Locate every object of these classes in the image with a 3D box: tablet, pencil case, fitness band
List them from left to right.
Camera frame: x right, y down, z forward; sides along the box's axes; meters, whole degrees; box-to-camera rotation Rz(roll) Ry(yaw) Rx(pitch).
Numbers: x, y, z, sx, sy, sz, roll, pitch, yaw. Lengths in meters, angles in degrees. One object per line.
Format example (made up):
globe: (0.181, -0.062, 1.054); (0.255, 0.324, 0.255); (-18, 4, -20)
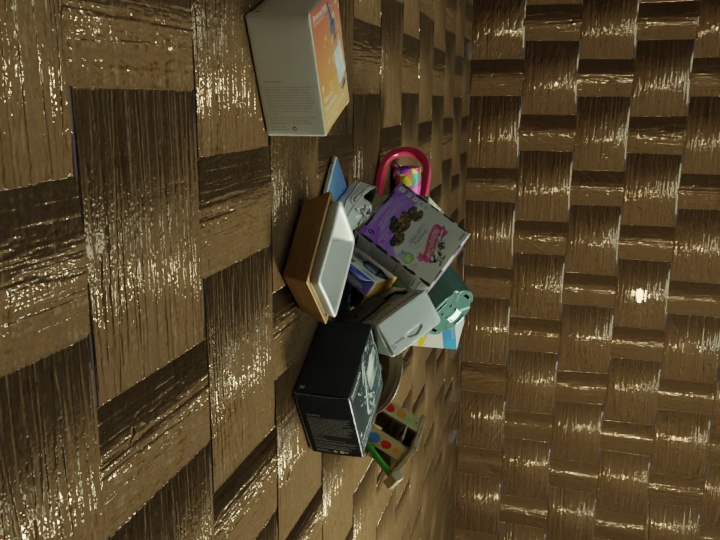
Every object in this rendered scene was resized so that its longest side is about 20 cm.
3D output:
tablet: (-0.048, -0.139, 1.588); (0.200, 0.014, 0.131); (71, 27, -57)
fitness band: (0.110, -0.230, 1.895); (0.037, 0.142, 0.202); (57, 39, -63)
pencil case: (0.131, -0.209, 2.097); (0.088, 0.088, 0.202); (-40, 129, -69)

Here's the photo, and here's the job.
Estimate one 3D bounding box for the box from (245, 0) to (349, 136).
box: (-0.096, -0.343, 1.191); (0.153, 0.105, 0.201); (-66, 155, -50)

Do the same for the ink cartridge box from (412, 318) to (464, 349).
ink cartridge box: (0.207, 0.135, 2.232); (0.148, 0.198, 0.146); (-64, 151, -53)

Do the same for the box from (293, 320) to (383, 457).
box: (-0.040, 0.245, 1.517); (0.201, 0.123, 0.198); (-70, 156, -44)

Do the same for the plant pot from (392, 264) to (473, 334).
plant pot: (0.172, 0.046, 1.860); (0.199, 0.196, 0.201); (-26, 145, -20)

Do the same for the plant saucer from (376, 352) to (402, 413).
plant saucer: (0.027, 0.234, 1.701); (0.029, 0.199, 0.202); (18, 73, -34)

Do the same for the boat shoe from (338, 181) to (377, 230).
boat shoe: (-0.008, -0.136, 1.587); (0.201, 0.065, 0.074); (-69, 158, -48)

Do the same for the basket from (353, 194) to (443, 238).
basket: (0.090, -0.105, 1.768); (0.123, 0.198, 0.137); (39, 56, -64)

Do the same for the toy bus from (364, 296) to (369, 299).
toy bus: (0.037, 0.082, 1.828); (0.065, 0.078, 0.202); (-50, 141, -65)

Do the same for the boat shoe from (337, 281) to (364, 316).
boat shoe: (-0.023, 0.062, 1.624); (0.200, 0.068, 0.085); (-56, 147, -62)

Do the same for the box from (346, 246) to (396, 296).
box: (0.000, 0.000, 1.593); (0.042, 0.119, 0.200); (-55, 167, 16)

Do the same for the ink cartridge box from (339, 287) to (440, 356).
ink cartridge box: (0.063, 0.109, 1.618); (0.146, 0.200, 0.083); (-34, 105, -21)

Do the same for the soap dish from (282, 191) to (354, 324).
soap dish: (-0.078, -0.024, 1.383); (0.158, 0.081, 0.201); (70, 28, -56)

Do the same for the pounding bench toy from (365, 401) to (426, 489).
pounding bench toy: (0.051, 0.422, 1.798); (0.125, 0.155, 0.200); (-57, -178, 33)

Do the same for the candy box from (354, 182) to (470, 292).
candy box: (0.115, -0.070, 1.618); (0.168, 0.199, 0.072); (-51, 173, -23)
